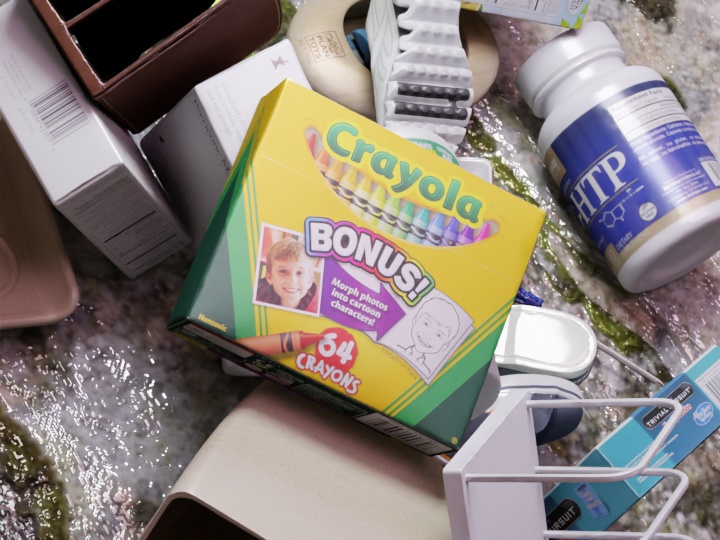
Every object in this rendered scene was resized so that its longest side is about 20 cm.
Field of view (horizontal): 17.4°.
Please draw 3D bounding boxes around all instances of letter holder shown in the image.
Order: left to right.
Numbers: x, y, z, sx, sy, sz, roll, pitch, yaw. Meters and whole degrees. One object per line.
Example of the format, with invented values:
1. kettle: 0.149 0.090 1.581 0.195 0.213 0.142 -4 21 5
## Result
1. letter holder: -0.137 -0.184 1.622 0.142 0.200 0.101 -33 86 0

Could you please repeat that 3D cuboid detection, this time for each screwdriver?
1. screwdriver: 0.156 0.035 1.842 0.199 0.028 0.029 27 78 -6

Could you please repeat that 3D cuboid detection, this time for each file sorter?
1. file sorter: 0.143 0.194 1.491 0.139 0.124 0.202 -40 125 -61

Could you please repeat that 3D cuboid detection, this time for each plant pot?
1. plant pot: -0.047 0.189 1.529 0.199 0.200 0.178 31 39 -6

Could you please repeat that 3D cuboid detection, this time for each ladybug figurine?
1. ladybug figurine: 0.018 -0.165 1.877 0.199 0.072 0.137 -8 63 -33

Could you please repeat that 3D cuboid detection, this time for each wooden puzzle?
1. wooden puzzle: -0.314 -0.030 1.625 0.199 0.046 0.186 -8 63 -27

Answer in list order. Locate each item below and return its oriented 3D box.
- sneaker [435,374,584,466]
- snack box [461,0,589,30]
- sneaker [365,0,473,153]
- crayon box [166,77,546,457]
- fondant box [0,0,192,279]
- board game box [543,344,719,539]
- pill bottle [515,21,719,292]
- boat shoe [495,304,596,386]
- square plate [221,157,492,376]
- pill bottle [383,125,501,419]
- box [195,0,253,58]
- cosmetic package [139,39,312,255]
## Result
1. sneaker: 0.074 0.126 1.705 0.198 0.079 0.080 -2 54 -17
2. snack box: 0.089 -0.261 1.931 0.141 0.053 0.200 8 22 -25
3. sneaker: 0.039 -0.161 1.794 0.075 0.081 0.202 10 76 -28
4. crayon box: -0.001 0.000 1.523 0.199 0.058 0.174 26 73 -15
5. fondant box: -0.195 -0.089 1.632 0.058 0.200 0.145 -31 73 -1
6. board game box: 0.174 0.151 1.660 0.047 0.200 0.151 48 49 9
7. pill bottle: 0.213 -0.095 1.904 0.119 0.120 0.201 -18 68 -36
8. boat shoe: 0.077 0.050 1.767 0.198 0.062 0.073 14 61 6
9. square plate: 0.000 0.000 1.745 0.196 0.029 0.201 1 55 0
10. pill bottle: 0.035 0.007 1.654 0.112 0.113 0.201 5 51 -25
11. box: -0.116 -0.245 1.825 0.047 0.122 0.201 -6 59 -5
12. cosmetic package: -0.081 -0.076 1.645 0.081 0.200 0.113 -27 88 -17
